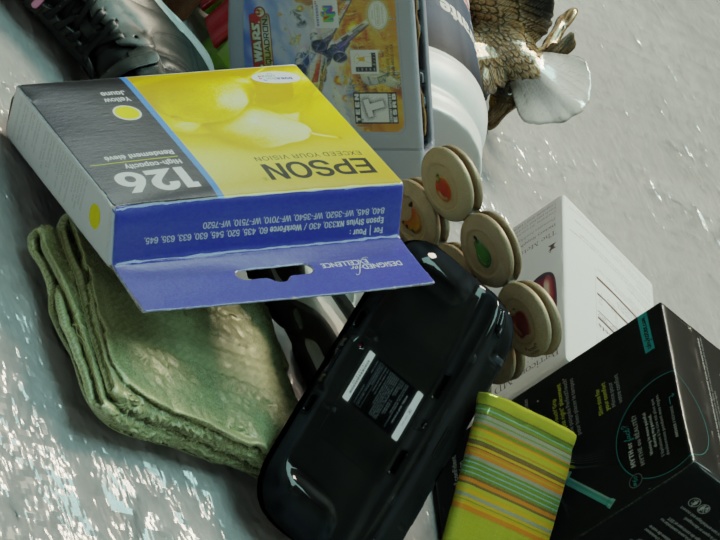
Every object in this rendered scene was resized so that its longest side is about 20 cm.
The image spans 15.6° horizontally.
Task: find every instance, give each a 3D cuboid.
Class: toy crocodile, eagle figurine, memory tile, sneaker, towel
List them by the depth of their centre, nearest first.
[{"bbox_3d":[-0.109,0.050,1.558,0.200,0.036,0.148,23,38,-47],"label":"towel"},{"bbox_3d":[0.074,0.179,1.595,0.086,0.018,0.200,27,74,-39],"label":"towel"},{"bbox_3d":[0.000,0.000,1.664,0.115,0.076,0.201,-12,66,-29],"label":"sneaker"},{"bbox_3d":[-0.163,-0.149,1.674,0.200,0.071,0.099,42,22,-32],"label":"sneaker"},{"bbox_3d":[0.051,0.016,1.713,0.017,0.200,0.153,-22,78,-31],"label":"memory tile"},{"bbox_3d":[-0.090,-0.200,1.872,0.062,0.067,0.200,31,33,-38],"label":"toy crocodile"},{"bbox_3d":[0.085,-0.200,2.117,0.200,0.151,0.152,46,34,-41],"label":"eagle figurine"}]

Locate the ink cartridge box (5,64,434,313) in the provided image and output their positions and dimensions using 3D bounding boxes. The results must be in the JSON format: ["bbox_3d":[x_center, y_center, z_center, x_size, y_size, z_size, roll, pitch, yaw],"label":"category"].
[{"bbox_3d":[-0.081,-0.054,1.560,0.198,0.047,0.200,-6,34,-32],"label":"ink cartridge box"}]

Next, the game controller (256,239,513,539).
[{"bbox_3d":[0.017,0.082,1.577,0.104,0.042,0.200,38,71,-20],"label":"game controller"}]

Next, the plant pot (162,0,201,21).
[{"bbox_3d":[-0.122,-0.286,1.771,0.187,0.200,0.187,39,28,-26],"label":"plant pot"}]

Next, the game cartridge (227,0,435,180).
[{"bbox_3d":[-0.021,-0.141,1.745,0.042,0.133,0.200,-54,141,-68],"label":"game cartridge"}]

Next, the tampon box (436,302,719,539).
[{"bbox_3d":[0.165,0.150,1.707,0.126,0.200,0.150,37,31,-32],"label":"tampon box"}]

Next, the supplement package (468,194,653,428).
[{"bbox_3d":[0.138,0.062,1.874,0.110,0.114,0.200,43,26,-24],"label":"supplement package"}]

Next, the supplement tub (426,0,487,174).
[{"bbox_3d":[0.017,-0.133,1.883,0.140,0.140,0.200,37,30,-31],"label":"supplement tub"}]
